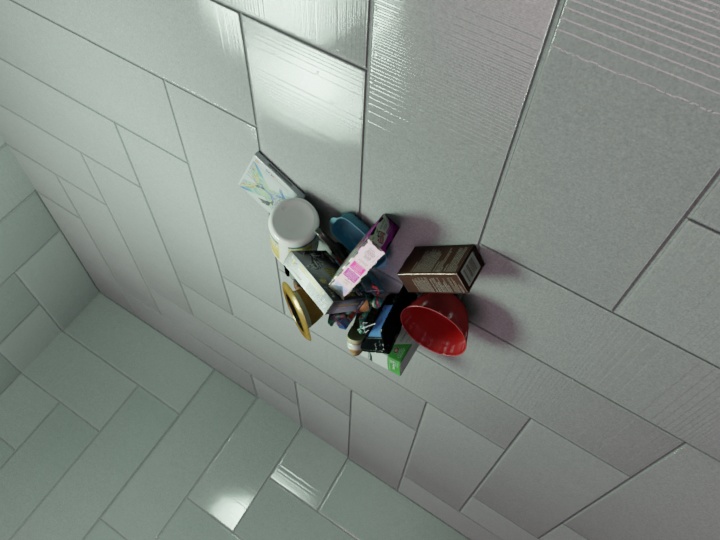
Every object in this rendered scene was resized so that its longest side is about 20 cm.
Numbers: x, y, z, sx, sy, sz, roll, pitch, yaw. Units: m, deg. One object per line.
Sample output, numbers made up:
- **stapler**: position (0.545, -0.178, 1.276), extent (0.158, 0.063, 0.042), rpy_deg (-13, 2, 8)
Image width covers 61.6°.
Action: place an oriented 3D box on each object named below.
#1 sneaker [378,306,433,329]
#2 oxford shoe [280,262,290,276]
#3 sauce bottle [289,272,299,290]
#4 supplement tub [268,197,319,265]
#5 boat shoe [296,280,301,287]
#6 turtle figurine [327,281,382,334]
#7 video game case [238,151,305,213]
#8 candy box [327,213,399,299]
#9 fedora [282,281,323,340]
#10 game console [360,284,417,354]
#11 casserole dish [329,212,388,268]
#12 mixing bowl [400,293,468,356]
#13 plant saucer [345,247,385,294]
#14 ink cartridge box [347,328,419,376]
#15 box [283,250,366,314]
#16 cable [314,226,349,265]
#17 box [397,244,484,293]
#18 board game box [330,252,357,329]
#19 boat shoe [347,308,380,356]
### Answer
- **sneaker**: position (0.137, 0.147, 1.802), extent (0.197, 0.079, 0.083), rpy_deg (22, 158, 36)
- **oxford shoe**: position (-0.219, -0.052, 1.921), extent (0.070, 0.073, 0.202), rpy_deg (27, 149, 19)
- **sauce bottle**: position (-0.186, 0.054, 2.011), extent (0.065, 0.067, 0.201), rpy_deg (24, 162, 21)
- **supplement tub**: position (-0.189, -0.101, 1.727), extent (0.143, 0.146, 0.201), rpy_deg (33, 159, 7)
- **boat shoe**: position (-0.153, 0.016, 1.878), extent (0.063, 0.074, 0.200), rpy_deg (4, -179, 9)
- **turtle figurine**: position (-0.009, 0.105, 1.748), extent (0.195, 0.101, 0.153), rpy_deg (-8, 104, 21)
- **video game case**: position (-0.262, -0.235, 1.758), extent (0.182, 0.022, 0.199), rpy_deg (42, 152, -8)
- **candy box**: position (0.007, -0.035, 1.552), extent (0.061, 0.137, 0.200), rpy_deg (37, 126, -5)
- **fedora**: position (-0.160, 0.106, 1.757), extent (0.203, 0.080, 0.202), rpy_deg (59, 165, 26)
- **game console**: position (0.072, 0.118, 1.693), extent (0.174, 0.202, 0.117), rpy_deg (-3, 138, 48)
- **casserole dish**: position (0.001, -0.086, 1.659), extent (0.199, 0.039, 0.121), rpy_deg (40, 151, -6)
- **mixing bowl**: position (0.219, 0.127, 1.641), extent (0.197, 0.109, 0.202), rpy_deg (26, 149, 17)
- **plant saucer**: position (0.000, 0.000, 1.807), extent (0.069, 0.019, 0.201), rpy_deg (0, 135, 49)
- **ink cartridge box**: position (0.075, 0.214, 1.896), extent (0.197, 0.148, 0.084), rpy_deg (23, 148, 22)
- **box**: position (-0.096, 0.027, 1.640), extent (0.200, 0.157, 0.049), rpy_deg (48, 116, 25)
- **cable**: position (-0.077, -0.054, 1.669), extent (0.098, 0.050, 0.200), rpy_deg (58, -169, 20)
- **box**: position (0.196, -0.002, 1.493), extent (0.197, 0.101, 0.075), rpy_deg (2, 137, 48)
- **board game box**: position (-0.065, 0.062, 1.845), extent (0.034, 0.136, 0.202), rpy_deg (7, 139, 46)
- **boat shoe**: position (0.011, 0.180, 1.831), extent (0.073, 0.200, 0.070), rpy_deg (17, 125, 21)
